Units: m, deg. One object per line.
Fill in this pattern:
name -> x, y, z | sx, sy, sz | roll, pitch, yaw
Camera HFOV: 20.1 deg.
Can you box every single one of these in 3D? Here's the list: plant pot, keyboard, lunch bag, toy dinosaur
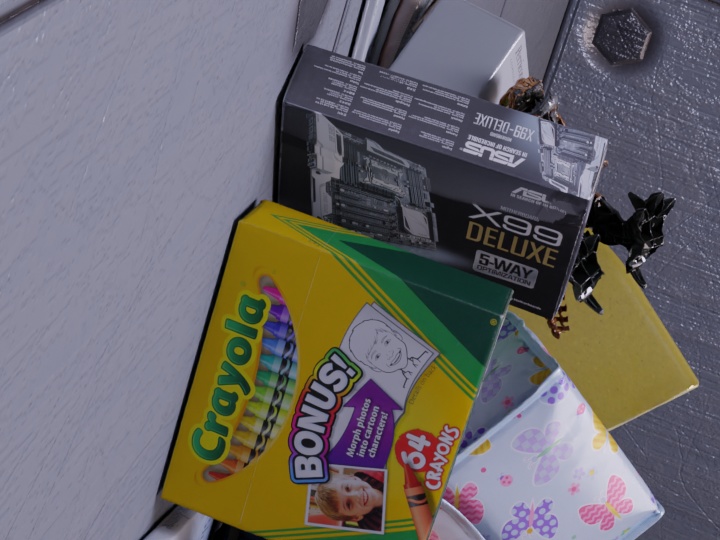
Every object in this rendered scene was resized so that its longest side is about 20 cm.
plant pot -> 0.120, 0.053, 1.632 | 0.195, 0.201, 0.194 | -26, 176, -11
keyboard -> -0.008, -0.124, 1.468 | 0.056, 0.011, 0.201 | -69, 176, -59
lunch bag -> 0.087, 0.162, 1.438 | 0.200, 0.170, 0.127 | -36, -148, 2
toy dinosaur -> 0.144, -0.041, 1.454 | 0.102, 0.135, 0.200 | -46, 138, -14

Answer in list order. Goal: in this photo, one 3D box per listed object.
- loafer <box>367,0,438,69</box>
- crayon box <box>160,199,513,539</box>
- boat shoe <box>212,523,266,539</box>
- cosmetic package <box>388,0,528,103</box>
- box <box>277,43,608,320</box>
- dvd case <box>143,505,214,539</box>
loafer -> 0.063, -0.214, 1.532 | 0.072, 0.062, 0.201 | 97, 14, -63
crayon box -> -0.017, 0.079, 1.280 | 0.058, 0.171, 0.201 | -58, 166, -69
boat shoe -> -0.090, 0.218, 1.579 | 0.072, 0.072, 0.200 | -51, -174, 21
cosmetic package -> 0.041, -0.088, 1.465 | 0.201, 0.071, 0.102 | -55, 160, -16
box -> 0.048, -0.054, 1.294 | 0.158, 0.199, 0.050 | 99, 11, -62
dvd case -> -0.142, 0.230, 1.371 | 0.200, 0.017, 0.144 | -42, 150, -77
